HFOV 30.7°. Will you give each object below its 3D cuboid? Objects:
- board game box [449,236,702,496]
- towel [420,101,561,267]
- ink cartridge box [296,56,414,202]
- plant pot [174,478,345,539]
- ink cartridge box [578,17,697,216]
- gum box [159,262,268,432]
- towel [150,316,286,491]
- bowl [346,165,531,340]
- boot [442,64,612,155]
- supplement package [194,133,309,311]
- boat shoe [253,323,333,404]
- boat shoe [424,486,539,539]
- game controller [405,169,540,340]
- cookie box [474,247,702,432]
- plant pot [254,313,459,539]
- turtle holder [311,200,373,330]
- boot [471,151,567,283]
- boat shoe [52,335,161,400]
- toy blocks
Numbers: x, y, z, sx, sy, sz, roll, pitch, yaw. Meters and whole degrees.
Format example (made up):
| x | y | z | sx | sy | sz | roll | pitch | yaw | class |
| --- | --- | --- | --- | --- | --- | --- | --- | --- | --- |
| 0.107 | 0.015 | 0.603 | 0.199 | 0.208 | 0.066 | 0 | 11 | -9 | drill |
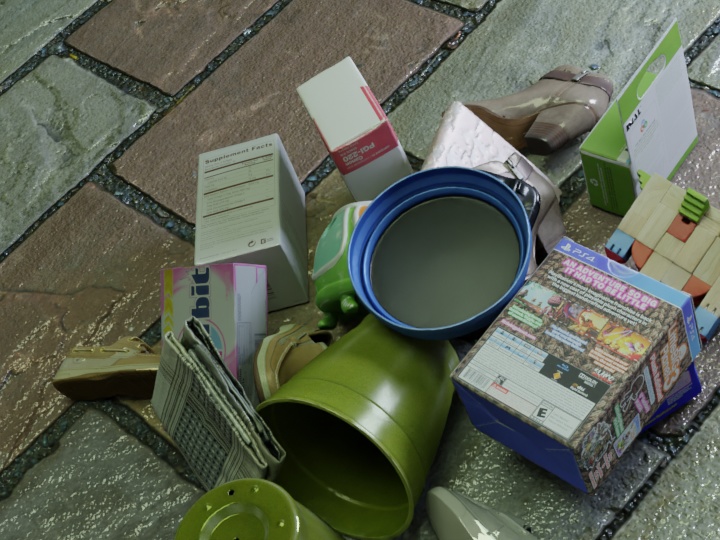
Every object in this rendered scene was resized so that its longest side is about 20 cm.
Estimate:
| x | y | z | sx | sy | sz | roll | pitch | yaw | class |
| --- | --- | --- | --- | --- | --- | --- | --- | --- | --- |
| 0.218 | 0.093 | 1.318 | 0.159 | 0.097 | 0.200 | 28 | 68 | 37 | board game box |
| 0.143 | -0.072 | 1.551 | 0.032 | 0.190 | 0.201 | -27 | 33 | 50 | towel |
| 0.010 | -0.142 | 1.643 | 0.084 | 0.201 | 0.146 | -30 | 45 | 3 | ink cartridge box |
| -0.089 | 0.308 | 1.287 | 0.198 | 0.194 | 0.202 | -11 | 47 | 12 | plant pot |
| 0.323 | -0.184 | 1.548 | 0.075 | 0.201 | 0.148 | 21 | 61 | 35 | ink cartridge box |
| -0.170 | 0.096 | 1.531 | 0.113 | 0.066 | 0.202 | -4 | 85 | 33 | gum box |
| -0.162 | 0.171 | 1.412 | 0.034 | 0.201 | 0.193 | -23 | 67 | -32 | towel |
| 0.086 | -0.017 | 1.393 | 0.198 | 0.039 | 0.202 | -9 | 58 | 14 | bowl |
| 0.225 | -0.216 | 1.709 | 0.199 | 0.071 | 0.146 | 21 | 55 | 34 | boot |
| -0.139 | -0.057 | 1.689 | 0.116 | 0.117 | 0.201 | -14 | 46 | 11 | supplement package |
| -0.070 | 0.101 | 1.504 | 0.075 | 0.072 | 0.200 | -6 | 16 | 10 | boat shoe |
| 0.145 | 0.276 | 1.318 | 0.068 | 0.073 | 0.199 | -23 | 34 | -29 | boat shoe |
| 0.122 | -0.021 | 1.432 | 0.103 | 0.042 | 0.201 | 14 | 65 | 25 | game controller |
| 0.240 | 0.094 | 1.427 | 0.170 | 0.075 | 0.200 | -33 | 46 | -5 | cookie box |
| 0.013 | 0.149 | 1.412 | 0.199 | 0.202 | 0.193 | 11 | 44 | 30 | plant pot |
| 0.011 | -0.003 | 1.558 | 0.139 | 0.186 | 0.133 | -9 | 76 | 2 | turtle holder |
| 0.154 | -0.048 | 1.496 | 0.199 | 0.147 | 0.070 | -28 | -5 | -39 | boot |
| -0.291 | 0.115 | 1.632 | 0.198 | 0.074 | 0.070 | -4 | 55 | 20 | boat shoe |
| 0.354 | -0.009 | 1.460 | 0.199 | 0.100 | 0.137 | 35 | 90 | 25 | toy blocks |
